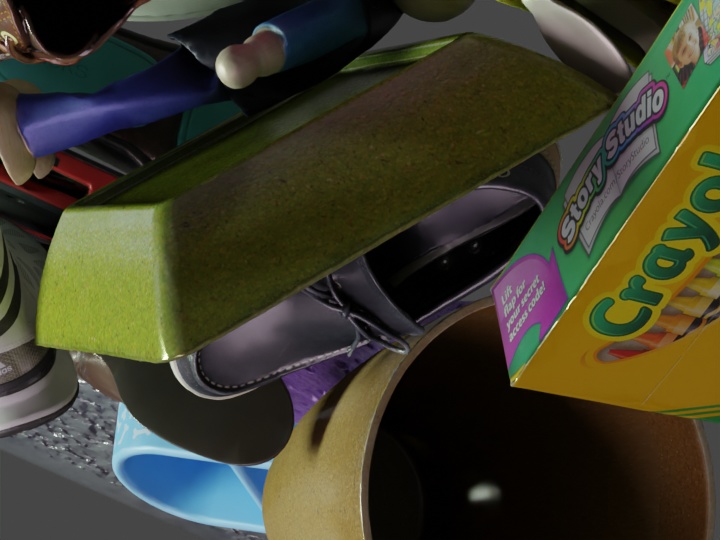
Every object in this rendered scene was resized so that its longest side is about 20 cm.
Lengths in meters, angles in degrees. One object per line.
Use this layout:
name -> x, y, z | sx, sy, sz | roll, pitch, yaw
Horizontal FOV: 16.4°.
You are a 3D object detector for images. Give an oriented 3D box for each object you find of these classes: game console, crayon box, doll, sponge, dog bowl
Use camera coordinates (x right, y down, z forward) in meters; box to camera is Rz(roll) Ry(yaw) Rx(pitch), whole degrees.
game console -> -0.179, -0.045, 1.200 | 0.200, 0.031, 0.177 | 25, 170, -2
crayon box -> 0.169, -0.023, 0.921 | 0.172, 0.058, 0.200 | 10, 135, -23
doll -> -0.046, -0.085, 0.980 | 0.200, 0.049, 0.136 | -19, -175, 5
sponge -> 0.031, 0.052, 1.287 | 0.200, 0.030, 0.112 | 7, 149, 24
dog bowl -> -0.052, 0.109, 1.421 | 0.200, 0.050, 0.112 | 6, 150, 23

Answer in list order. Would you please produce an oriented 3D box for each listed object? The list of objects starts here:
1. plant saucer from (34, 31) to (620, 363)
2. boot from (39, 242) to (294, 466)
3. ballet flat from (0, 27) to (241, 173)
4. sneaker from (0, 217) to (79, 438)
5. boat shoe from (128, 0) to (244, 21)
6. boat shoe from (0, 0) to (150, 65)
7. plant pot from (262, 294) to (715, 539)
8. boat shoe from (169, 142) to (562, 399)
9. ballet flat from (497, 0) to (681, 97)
plant saucer -> -0.029, -0.036, 0.969 | 0.048, 0.200, 0.200 | 63, 161, -10
boot -> -0.075, 0.066, 1.252 | 0.186, 0.064, 0.200 | 34, 172, 28
ballet flat -> -0.091, -0.070, 1.105 | 0.200, 0.068, 0.068 | 26, 167, -25
sneaker -> -0.173, -0.017, 1.103 | 0.076, 0.201, 0.116 | -19, 114, -9
boat shoe -> -0.123, -0.140, 0.992 | 0.201, 0.060, 0.072 | 0, 150, -6
boat shoe -> -0.111, -0.109, 0.891 | 0.070, 0.070, 0.200 | 3, 162, -28
plant pot -> 0.036, 0.112, 1.198 | 0.186, 0.187, 0.200 | 31, 160, -22
boat shoe -> 0.000, 0.000, 1.081 | 0.200, 0.062, 0.075 | -30, 123, 15
ballet flat -> 0.127, -0.081, 0.949 | 0.200, 0.067, 0.067 | 30, 148, -20
